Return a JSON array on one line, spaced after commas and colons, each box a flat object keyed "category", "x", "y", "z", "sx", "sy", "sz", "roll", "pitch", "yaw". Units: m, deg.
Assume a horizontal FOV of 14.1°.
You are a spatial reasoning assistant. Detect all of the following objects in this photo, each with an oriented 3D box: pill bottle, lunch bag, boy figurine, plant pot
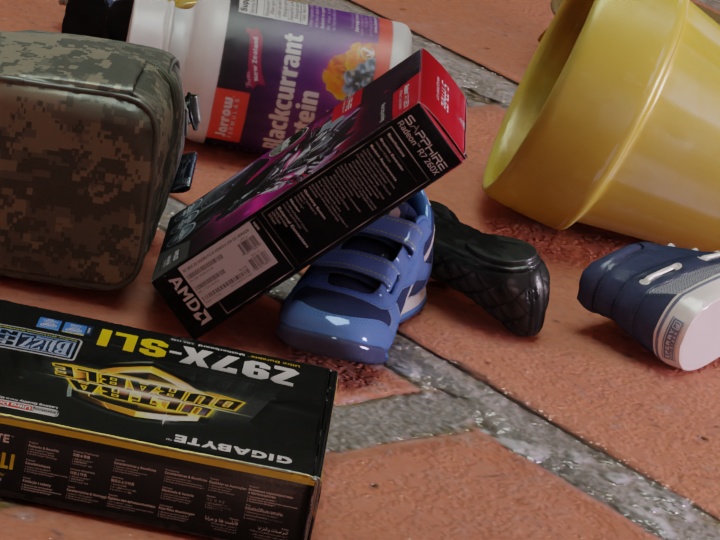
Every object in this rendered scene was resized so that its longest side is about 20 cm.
[{"category": "pill bottle", "x": -0.070, "y": -0.139, "z": 2.075, "sx": 0.199, "sy": 0.112, "sz": 0.111, "roll": 10, "pitch": 19, "yaw": -6}, {"category": "lunch bag", "x": -0.203, "y": -0.085, "z": 1.781, "sx": 0.199, "sy": 0.140, "sz": 0.168, "roll": 8, "pitch": 25, "yaw": 0}, {"category": "boy figurine", "x": -0.172, "y": -0.212, "z": 2.297, "sx": 0.124, "sy": 0.065, "sz": 0.200, "roll": 12, "pitch": 22, "yaw": 8}, {"category": "plant pot", "x": 0.212, "y": -0.103, "z": 2.047, "sx": 0.188, "sy": 0.201, "sz": 0.201, "roll": 26, "pitch": 18, "yaw": -5}]

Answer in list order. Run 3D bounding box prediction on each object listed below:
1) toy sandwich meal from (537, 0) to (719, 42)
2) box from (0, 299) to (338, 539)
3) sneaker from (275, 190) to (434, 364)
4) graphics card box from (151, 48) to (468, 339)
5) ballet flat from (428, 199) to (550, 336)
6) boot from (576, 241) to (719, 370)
[{"category": "toy sandwich meal", "x": 0.242, "y": -0.189, "z": 2.491, "sx": 0.204, "sy": 0.071, "sz": 0.205, "roll": 14, "pitch": 22, "yaw": -6}, {"category": "box", "x": -0.115, "y": 0.079, "z": 1.521, "sx": 0.199, "sy": 0.050, "sz": 0.160, "roll": 12, "pitch": 17, "yaw": -1}, {"category": "sneaker", "x": 0.000, "y": 0.000, "z": 1.766, "sx": 0.074, "sy": 0.083, "sz": 0.200, "roll": 16, "pitch": 20, "yaw": 6}, {"category": "graphics card box", "x": -0.029, "y": -0.048, "z": 1.742, "sx": 0.051, "sy": 0.200, "sz": 0.126, "roll": 52, "pitch": 14, "yaw": -15}, {"category": "ballet flat", "x": 0.050, "y": -0.007, "z": 1.890, "sx": 0.066, "sy": 0.057, "sz": 0.200, "roll": -14, "pitch": 24, "yaw": -31}, {"category": "boot", "x": 0.233, "y": 0.006, "z": 1.903, "sx": 0.090, "sy": 0.073, "sz": 0.200, "roll": 32, "pitch": 27, "yaw": 32}]
